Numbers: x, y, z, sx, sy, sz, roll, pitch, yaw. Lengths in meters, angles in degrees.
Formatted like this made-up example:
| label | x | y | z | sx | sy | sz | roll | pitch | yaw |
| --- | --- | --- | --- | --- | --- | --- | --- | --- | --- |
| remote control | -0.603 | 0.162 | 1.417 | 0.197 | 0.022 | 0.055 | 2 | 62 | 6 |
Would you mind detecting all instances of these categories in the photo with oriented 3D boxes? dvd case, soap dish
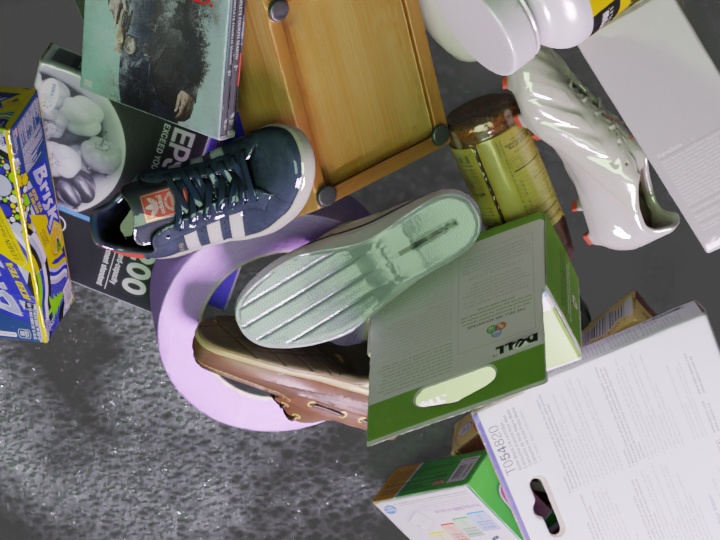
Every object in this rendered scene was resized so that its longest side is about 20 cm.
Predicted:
| label | x | y | z | sx | sy | sz | roll | pitch | yaw |
| --- | --- | --- | --- | --- | --- | --- | --- | --- | --- |
| dvd case | -0.141 | -0.208 | 1.452 | 0.146 | 0.022 | 0.201 | 22 | 116 | 33 |
| soap dish | -0.019 | -0.151 | 1.504 | 0.157 | 0.081 | 0.201 | -27 | 117 | -26 |

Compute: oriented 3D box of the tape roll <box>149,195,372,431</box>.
| label | x | y | z | sx | sy | sz | roll | pitch | yaw |
| --- | --- | --- | --- | --- | --- | --- | --- | --- | --- |
| tape roll | -0.066 | 0.028 | 1.611 | 0.199 | 0.066 | 0.201 | -5 | 121 | -9 |

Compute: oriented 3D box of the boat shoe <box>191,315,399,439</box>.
| label | x | y | z | sx | sy | sz | roll | pitch | yaw |
| --- | --- | --- | --- | --- | --- | --- | --- | --- | --- |
| boat shoe | -0.041 | 0.088 | 1.572 | 0.199 | 0.072 | 0.068 | 15 | 114 | -23 |

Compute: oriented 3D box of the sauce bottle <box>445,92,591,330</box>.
| label | x | y | z | sx | sy | sz | roll | pitch | yaw |
| --- | --- | --- | --- | --- | --- | --- | --- | --- | --- |
| sauce bottle | 0.127 | -0.039 | 1.586 | 0.066 | 0.066 | 0.201 | -16 | 113 | 15 |

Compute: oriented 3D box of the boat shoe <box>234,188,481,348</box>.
| label | x | y | z | sx | sy | sz | roll | pitch | yaw |
| --- | --- | --- | --- | --- | --- | --- | --- | --- | --- |
| boat shoe | 0.000 | 0.000 | 1.530 | 0.199 | 0.067 | 0.074 | -23 | 98 | 1 |

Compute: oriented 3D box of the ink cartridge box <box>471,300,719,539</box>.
| label | x | y | z | sx | sy | sz | roll | pitch | yaw |
| --- | --- | --- | --- | --- | --- | --- | --- | --- | --- |
| ink cartridge box | 0.210 | 0.151 | 1.595 | 0.199 | 0.041 | 0.200 | -22 | 106 | 1 |

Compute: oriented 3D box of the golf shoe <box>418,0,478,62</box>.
| label | x | y | z | sx | sy | sz | roll | pitch | yaw |
| --- | --- | --- | --- | --- | --- | --- | --- | --- | --- |
| golf shoe | 0.057 | -0.236 | 1.483 | 0.078 | 0.097 | 0.201 | -16 | 114 | 10 |

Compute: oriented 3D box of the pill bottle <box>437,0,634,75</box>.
| label | x | y | z | sx | sy | sz | roll | pitch | yaw |
| --- | --- | --- | --- | --- | --- | --- | --- | --- | --- |
| pill bottle | 0.153 | -0.228 | 1.417 | 0.200 | 0.112 | 0.113 | -39 | 108 | -13 |

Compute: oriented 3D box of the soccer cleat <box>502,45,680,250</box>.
| label | x | y | z | sx | sy | sz | roll | pitch | yaw |
| --- | --- | --- | --- | --- | --- | --- | --- | --- | --- |
| soccer cleat | 0.177 | -0.102 | 1.544 | 0.077 | 0.069 | 0.200 | -12 | 122 | 35 |

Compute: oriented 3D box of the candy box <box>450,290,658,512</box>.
| label | x | y | z | sx | sy | sz | roll | pitch | yaw |
| --- | --- | --- | --- | --- | --- | --- | --- | --- | --- |
| candy box | 0.185 | 0.122 | 1.659 | 0.200 | 0.057 | 0.117 | -39 | 105 | 21 |

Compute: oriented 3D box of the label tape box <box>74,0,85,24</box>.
| label | x | y | z | sx | sy | sz | roll | pitch | yaw |
| --- | --- | --- | --- | --- | --- | --- | --- | --- | --- |
| label tape box | -0.146 | -0.234 | 1.529 | 0.143 | 0.066 | 0.201 | -15 | 111 | 15 |

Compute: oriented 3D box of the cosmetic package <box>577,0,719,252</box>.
| label | x | y | z | sx | sy | sz | roll | pitch | yaw |
| --- | --- | --- | --- | --- | --- | --- | --- | --- | --- |
| cosmetic package | 0.242 | -0.127 | 1.506 | 0.090 | 0.107 | 0.200 | -26 | 111 | 18 |

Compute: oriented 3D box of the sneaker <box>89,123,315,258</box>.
| label | x | y | z | sx | sy | sz | roll | pitch | yaw |
| --- | --- | --- | --- | --- | --- | --- | --- | --- | --- |
| sneaker | -0.120 | -0.051 | 1.472 | 0.200 | 0.084 | 0.075 | -25 | 75 | 41 |

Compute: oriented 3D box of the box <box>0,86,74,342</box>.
| label | x | y | z | sx | sy | sz | roll | pitch | yaw |
| --- | --- | --- | --- | --- | --- | --- | --- | --- | --- |
| box | -0.278 | -0.043 | 1.582 | 0.070 | 0.064 | 0.201 | 6 | 126 | 14 |

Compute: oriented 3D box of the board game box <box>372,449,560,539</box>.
| label | x | y | z | sx | sy | sz | roll | pitch | yaw |
| --- | --- | --- | --- | --- | --- | --- | --- | --- | --- |
| board game box | 0.123 | 0.237 | 1.685 | 0.200 | 0.040 | 0.153 | 46 | 151 | -14 |

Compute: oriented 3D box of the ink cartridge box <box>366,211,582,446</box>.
| label | x | y | z | sx | sy | sz | roll | pitch | yaw |
| --- | --- | --- | --- | --- | --- | --- | --- | --- | --- |
| ink cartridge box | 0.084 | 0.063 | 1.493 | 0.147 | 0.200 | 0.076 | -20 | 124 | 18 |

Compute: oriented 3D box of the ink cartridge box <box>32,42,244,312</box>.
| label | x | y | z | sx | sy | sz | roll | pitch | yaw |
| --- | --- | --- | --- | --- | --- | --- | --- | --- | --- |
| ink cartridge box | -0.177 | -0.062 | 1.610 | 0.199 | 0.043 | 0.199 | 19 | 127 | -3 |
